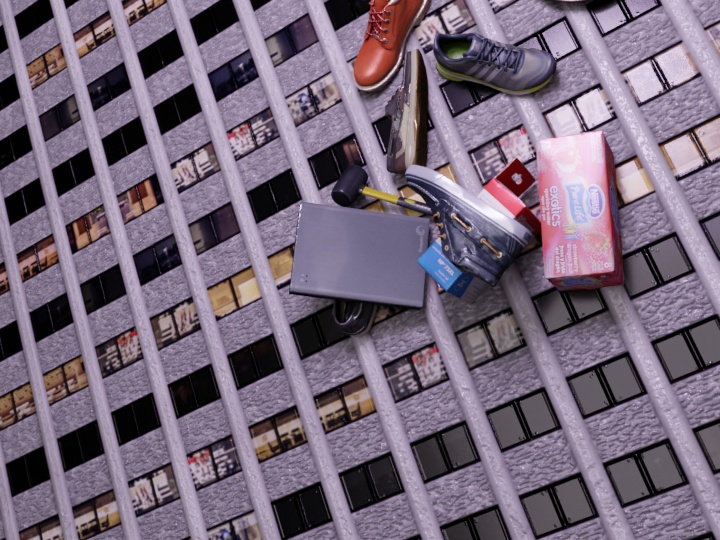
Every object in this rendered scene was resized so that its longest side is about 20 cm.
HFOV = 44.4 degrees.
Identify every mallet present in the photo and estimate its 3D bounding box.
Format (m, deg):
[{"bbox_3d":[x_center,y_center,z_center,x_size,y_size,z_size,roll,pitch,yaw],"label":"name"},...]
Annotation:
[{"bbox_3d":[0.056,-0.118,1.373,0.200,0.041,0.066,12,55,15],"label":"mallet"}]

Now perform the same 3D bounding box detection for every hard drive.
[{"bbox_3d":[0.000,-0.021,1.322,0.200,0.033,0.140,7,76,-6],"label":"hard drive"}]

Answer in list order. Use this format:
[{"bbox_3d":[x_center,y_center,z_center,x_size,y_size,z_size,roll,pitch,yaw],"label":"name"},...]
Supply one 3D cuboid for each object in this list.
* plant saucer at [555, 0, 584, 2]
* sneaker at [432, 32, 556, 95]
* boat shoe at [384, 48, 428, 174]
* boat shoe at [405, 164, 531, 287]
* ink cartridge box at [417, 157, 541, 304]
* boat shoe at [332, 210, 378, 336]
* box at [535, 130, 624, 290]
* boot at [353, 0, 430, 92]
[{"bbox_3d":[0.334,-0.493,1.329,0.200,0.029,0.200,-6,76,24],"label":"plant saucer"},{"bbox_3d":[0.195,-0.315,1.325,0.200,0.081,0.074,12,84,26],"label":"sneaker"},{"bbox_3d":[0.068,-0.247,1.372,0.065,0.073,0.200,-1,79,19],"label":"boat shoe"},{"bbox_3d":[0.123,-0.062,1.178,0.200,0.071,0.091,35,90,25],"label":"boat shoe"},{"bbox_3d":[0.186,-0.053,1.253,0.200,0.116,0.067,-48,64,9],"label":"ink cartridge box"},{"bbox_3d":[0.000,0.000,1.356,0.073,0.063,0.200,6,80,28],"label":"boat shoe"},{"bbox_3d":[0.303,-0.079,1.216,0.095,0.100,0.200,-7,76,23],"label":"box"},{"bbox_3d":[0.033,-0.386,1.401,0.075,0.107,0.200,27,92,25],"label":"boot"}]
